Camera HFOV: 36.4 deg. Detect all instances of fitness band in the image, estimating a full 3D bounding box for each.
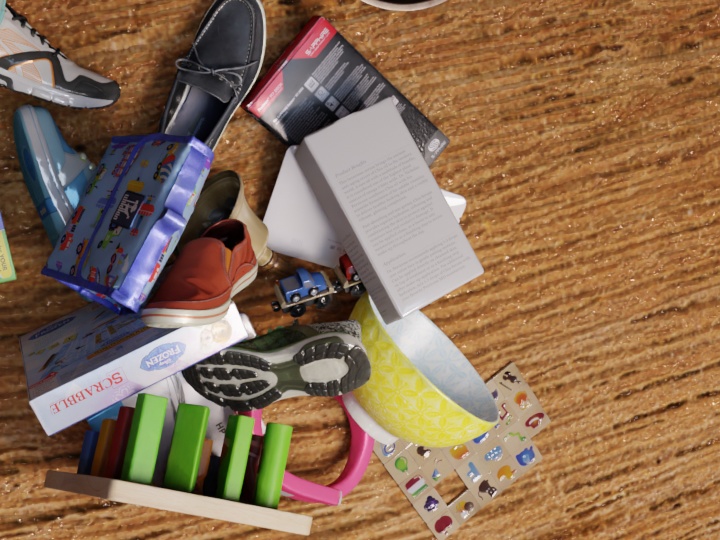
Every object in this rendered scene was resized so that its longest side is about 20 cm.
[{"bbox_3d":[-0.056,0.174,1.188,0.200,0.037,0.144,30,63,-43],"label":"fitness band"}]

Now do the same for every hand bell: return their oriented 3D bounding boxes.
[{"bbox_3d":[-0.092,-0.008,1.158,0.200,0.104,0.104,37,88,-34],"label":"hand bell"}]

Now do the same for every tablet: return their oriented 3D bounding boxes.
[{"bbox_3d":[0.000,-0.052,1.173,0.199,0.014,0.130,16,120,-11],"label":"tablet"}]

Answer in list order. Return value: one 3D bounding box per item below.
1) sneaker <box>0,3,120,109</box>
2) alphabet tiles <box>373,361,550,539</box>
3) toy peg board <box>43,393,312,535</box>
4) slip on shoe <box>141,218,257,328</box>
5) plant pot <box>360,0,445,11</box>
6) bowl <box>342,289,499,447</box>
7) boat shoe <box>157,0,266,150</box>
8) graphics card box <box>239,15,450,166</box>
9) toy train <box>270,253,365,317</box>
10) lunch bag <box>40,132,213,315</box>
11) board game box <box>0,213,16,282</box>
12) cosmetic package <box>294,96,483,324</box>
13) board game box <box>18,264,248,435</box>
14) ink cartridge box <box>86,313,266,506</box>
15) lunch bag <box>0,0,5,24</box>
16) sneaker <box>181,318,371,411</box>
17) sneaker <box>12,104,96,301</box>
[{"bbox_3d":[-0.322,-0.207,1.038,0.200,0.074,0.080,16,94,-22],"label":"sneaker"},{"bbox_3d":[0.131,0.207,1.324,0.200,0.008,0.167,-37,111,-9],"label":"alphabet tiles"},{"bbox_3d":[-0.171,0.183,1.053,0.200,0.199,0.098,18,74,-29],"label":"toy peg board"},{"bbox_3d":[-0.143,0.003,0.976,0.074,0.200,0.061,-1,109,14],"label":"slip on shoe"},{"bbox_3d":[0.008,-0.350,1.055,0.200,0.198,0.201,-4,103,-18],"label":"plant pot"},{"bbox_3d":[0.044,0.124,1.188,0.200,0.200,0.108,40,105,-22],"label":"bowl"},{"bbox_3d":[-0.150,-0.190,1.101,0.074,0.062,0.200,25,94,-1],"label":"boat shoe"},{"bbox_3d":[-0.015,-0.158,1.168,0.200,0.051,0.126,40,88,-22],"label":"graphics card box"},{"bbox_3d":[0.000,0.000,1.142,0.200,0.034,0.046,-20,136,-11],"label":"toy train"},{"bbox_3d":[-0.191,-0.039,0.971,0.094,0.200,0.151,30,78,-24],"label":"lunch bag"},{"bbox_3d":[-0.422,-0.074,1.056,0.134,0.029,0.201,-14,106,-15],"label":"board game box"},{"bbox_3d":[0.027,-0.058,1.097,0.101,0.071,0.200,-27,88,-15],"label":"cosmetic package"},{"bbox_3d":[-0.226,0.065,1.063,0.200,0.199,0.041,-26,111,-12],"label":"board game box"},{"bbox_3d":[-0.180,0.144,1.167,0.200,0.067,0.116,-29,110,-12],"label":"ink cartridge box"},{"bbox_3d":[-0.398,-0.251,0.961,0.160,0.077,0.201,13,84,9],"label":"lunch bag"},{"bbox_3d":[-0.083,0.087,1.112,0.199,0.089,0.077,-4,118,10],"label":"sneaker"},{"bbox_3d":[-0.256,-0.083,1.092,0.130,0.079,0.200,-25,103,-24],"label":"sneaker"}]
